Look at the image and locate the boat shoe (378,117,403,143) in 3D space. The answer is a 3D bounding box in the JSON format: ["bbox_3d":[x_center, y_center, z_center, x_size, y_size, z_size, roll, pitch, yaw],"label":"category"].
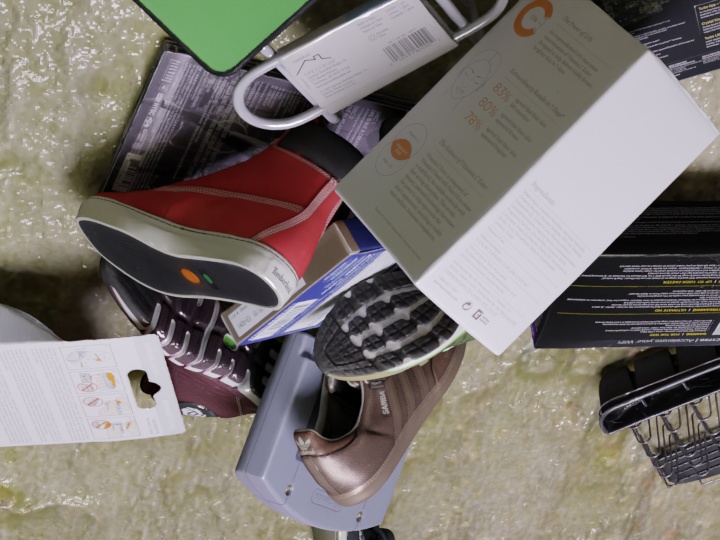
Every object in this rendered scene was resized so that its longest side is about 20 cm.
[{"bbox_3d":[0.083,-0.077,1.368,0.199,0.066,0.074,-1,164,-40],"label":"boat shoe"}]

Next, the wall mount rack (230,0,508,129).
[{"bbox_3d":[-0.013,-0.180,1.242,0.200,0.075,0.174,-26,139,18],"label":"wall mount rack"}]

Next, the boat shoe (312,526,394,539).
[{"bbox_3d":[-0.002,0.250,1.702,0.066,0.075,0.200,-15,133,-13],"label":"boat shoe"}]

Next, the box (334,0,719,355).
[{"bbox_3d":[0.103,-0.069,1.226,0.200,0.124,0.097,-45,131,5],"label":"box"}]

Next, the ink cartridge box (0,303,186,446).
[{"bbox_3d":[-0.241,0.076,1.467,0.199,0.050,0.162,-5,148,1],"label":"ink cartridge box"}]

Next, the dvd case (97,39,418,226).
[{"bbox_3d":[-0.069,-0.083,1.375,0.200,0.016,0.149,12,133,-21],"label":"dvd case"}]

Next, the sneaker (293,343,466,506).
[{"bbox_3d":[0.017,0.078,1.448,0.070,0.200,0.076,-11,129,41],"label":"sneaker"}]

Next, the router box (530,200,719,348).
[{"bbox_3d":[0.238,0.004,1.476,0.199,0.051,0.149,0,150,-9],"label":"router box"}]

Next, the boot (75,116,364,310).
[{"bbox_3d":[-0.093,-0.054,1.341,0.200,0.144,0.072,11,148,37],"label":"boot"}]

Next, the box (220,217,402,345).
[{"bbox_3d":[0.000,0.000,1.415,0.121,0.032,0.200,-38,164,30],"label":"box"}]

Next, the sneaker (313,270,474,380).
[{"bbox_3d":[0.056,0.040,1.410,0.200,0.077,0.089,-24,149,-21],"label":"sneaker"}]

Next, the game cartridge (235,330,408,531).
[{"bbox_3d":[-0.024,0.132,1.506,0.041,0.133,0.200,21,174,32],"label":"game cartridge"}]

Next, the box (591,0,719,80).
[{"bbox_3d":[0.231,-0.203,1.273,0.200,0.044,0.160,-16,137,8],"label":"box"}]

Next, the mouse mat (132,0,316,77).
[{"bbox_3d":[-0.077,-0.226,1.180,0.161,0.008,0.200,44,121,-15],"label":"mouse mat"}]

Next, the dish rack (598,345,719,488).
[{"bbox_3d":[0.297,0.127,1.639,0.153,0.055,0.200,-22,136,16],"label":"dish rack"}]

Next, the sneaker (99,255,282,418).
[{"bbox_3d":[-0.149,0.059,1.480,0.115,0.076,0.200,-21,127,40],"label":"sneaker"}]
